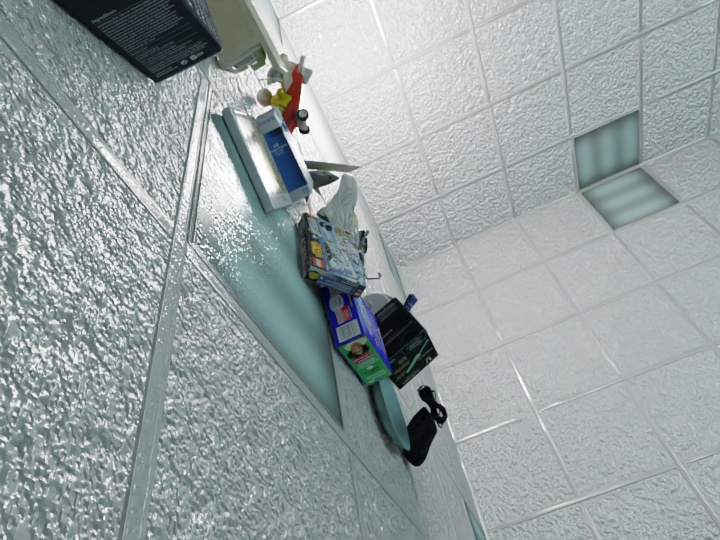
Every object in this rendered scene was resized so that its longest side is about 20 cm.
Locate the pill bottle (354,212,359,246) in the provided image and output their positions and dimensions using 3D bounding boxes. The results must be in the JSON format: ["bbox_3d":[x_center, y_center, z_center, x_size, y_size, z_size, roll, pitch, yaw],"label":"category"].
[{"bbox_3d":[-0.058,-0.115,1.421,0.201,0.108,0.110,-94,160,-67],"label":"pill bottle"}]

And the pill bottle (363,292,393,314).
[{"bbox_3d":[0.060,0.121,1.589,0.200,0.105,0.108,19,49,-80],"label":"pill bottle"}]

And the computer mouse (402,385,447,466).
[{"bbox_3d":[0.147,0.407,1.312,0.139,0.052,0.203,-129,-126,-63],"label":"computer mouse"}]

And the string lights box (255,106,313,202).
[{"bbox_3d":[-0.178,-0.274,1.212,0.103,0.058,0.202,-97,163,-65],"label":"string lights box"}]

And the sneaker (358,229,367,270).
[{"bbox_3d":[-0.033,-0.025,1.489,0.078,0.085,0.202,58,35,-48],"label":"sneaker"}]

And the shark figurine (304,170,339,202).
[{"bbox_3d":[-0.140,-0.231,1.406,0.214,0.126,0.091,-150,-120,-74],"label":"shark figurine"}]

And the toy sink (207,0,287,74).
[{"bbox_3d":[-0.257,-0.491,1.084,0.202,0.111,0.131,61,9,-13],"label":"toy sink"}]

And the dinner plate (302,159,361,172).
[{"bbox_3d":[-0.095,-0.292,1.442,0.200,0.197,0.025,-69,163,-79],"label":"dinner plate"}]

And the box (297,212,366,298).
[{"bbox_3d":[-0.066,-0.037,1.132,0.135,0.040,0.201,22,32,-25],"label":"box"}]

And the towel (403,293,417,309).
[{"bbox_3d":[0.099,0.152,1.514,0.024,0.201,0.145,39,2,12],"label":"towel"}]

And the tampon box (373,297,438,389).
[{"bbox_3d":[0.100,0.198,1.371,0.126,0.149,0.200,47,-6,34],"label":"tampon box"}]

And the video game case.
[{"bbox_3d":[-0.200,-0.218,1.028,0.182,0.023,0.202,-72,139,-79],"label":"video game case"}]

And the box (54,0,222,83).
[{"bbox_3d":[-0.267,-0.345,0.592,0.200,0.106,0.150,25,43,-78],"label":"box"}]

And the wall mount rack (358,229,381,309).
[{"bbox_3d":[0.000,0.000,1.360,0.202,0.073,0.175,-71,149,-43],"label":"wall mount rack"}]

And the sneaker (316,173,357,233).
[{"bbox_3d":[-0.059,-0.158,1.285,0.078,0.098,0.203,107,-12,-66],"label":"sneaker"}]

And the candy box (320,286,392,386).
[{"bbox_3d":[-0.007,0.139,1.169,0.201,0.076,0.171,58,11,-48],"label":"candy box"}]

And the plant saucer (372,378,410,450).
[{"bbox_3d":[0.068,0.344,1.255,0.201,0.038,0.204,-23,91,-82],"label":"plant saucer"}]

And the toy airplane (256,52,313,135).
[{"bbox_3d":[-0.192,-0.447,1.296,0.200,0.139,0.203,-91,-176,-63],"label":"toy airplane"}]
